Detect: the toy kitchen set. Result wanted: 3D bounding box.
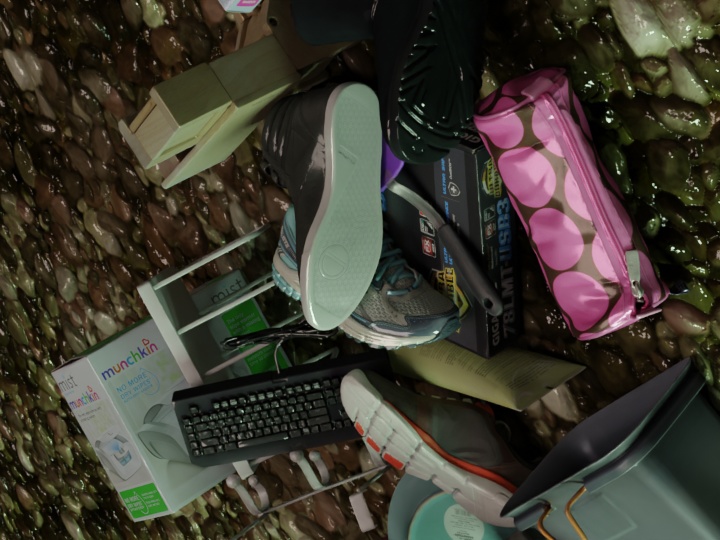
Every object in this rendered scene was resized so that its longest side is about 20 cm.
[{"bbox_3d":[-0.149,-0.190,1.438,0.180,0.200,0.163,56,145,4],"label":"toy kitchen set"}]

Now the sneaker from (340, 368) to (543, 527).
[{"bbox_3d":[0.074,0.140,1.491,0.200,0.082,0.077,38,152,-5],"label":"sneaker"}]

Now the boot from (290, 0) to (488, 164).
[{"bbox_3d":[0.015,-0.178,1.298,0.168,0.076,0.200,4,82,50],"label":"boot"}]

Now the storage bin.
[{"bbox_3d":[0.220,0.183,1.327,0.134,0.146,0.200,46,145,1],"label":"storage bin"}]

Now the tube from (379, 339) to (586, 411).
[{"bbox_3d":[0.095,0.082,1.457,0.052,0.058,0.200,29,169,-38],"label":"tube"}]

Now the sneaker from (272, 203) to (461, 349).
[{"bbox_3d":[0.000,0.000,1.427,0.200,0.078,0.086,25,124,36],"label":"sneaker"}]

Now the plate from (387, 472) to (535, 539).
[{"bbox_3d":[0.107,0.257,1.552,0.200,0.026,0.200,11,111,29],"label":"plate"}]

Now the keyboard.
[{"bbox_3d":[-0.069,0.103,1.516,0.200,0.021,0.127,-13,105,8],"label":"keyboard"}]

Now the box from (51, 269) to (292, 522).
[{"bbox_3d":[-0.175,0.124,1.713,0.097,0.200,0.177,-22,97,55],"label":"box"}]

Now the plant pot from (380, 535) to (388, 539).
[{"bbox_3d":[0.026,0.383,1.676,0.200,0.179,0.200,31,137,33],"label":"plant pot"}]

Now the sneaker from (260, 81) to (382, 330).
[{"bbox_3d":[-0.037,-0.055,1.396,0.099,0.071,0.200,12,99,52],"label":"sneaker"}]

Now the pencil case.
[{"bbox_3d":[0.158,-0.051,1.262,0.200,0.091,0.094,62,177,-6],"label":"pencil case"}]

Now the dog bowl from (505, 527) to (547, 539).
[{"bbox_3d":[0.187,0.287,1.418,0.200,0.059,0.200,36,-177,-2],"label":"dog bowl"}]

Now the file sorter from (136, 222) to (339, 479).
[{"bbox_3d":[-0.098,0.067,1.608,0.200,0.124,0.139,61,-175,-4],"label":"file sorter"}]

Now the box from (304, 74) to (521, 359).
[{"bbox_3d":[0.044,-0.047,1.442,0.198,0.050,0.200,24,132,39],"label":"box"}]

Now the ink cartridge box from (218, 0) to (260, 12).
[{"bbox_3d":[-0.066,-0.308,1.316,0.200,0.042,0.119,-42,75,28],"label":"ink cartridge box"}]

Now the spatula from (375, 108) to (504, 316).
[{"bbox_3d":[0.053,-0.045,1.372,0.200,0.021,0.057,51,137,10],"label":"spatula"}]

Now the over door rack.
[{"bbox_3d":[-0.052,0.203,1.583,0.148,0.200,0.067,-23,99,10],"label":"over door rack"}]
